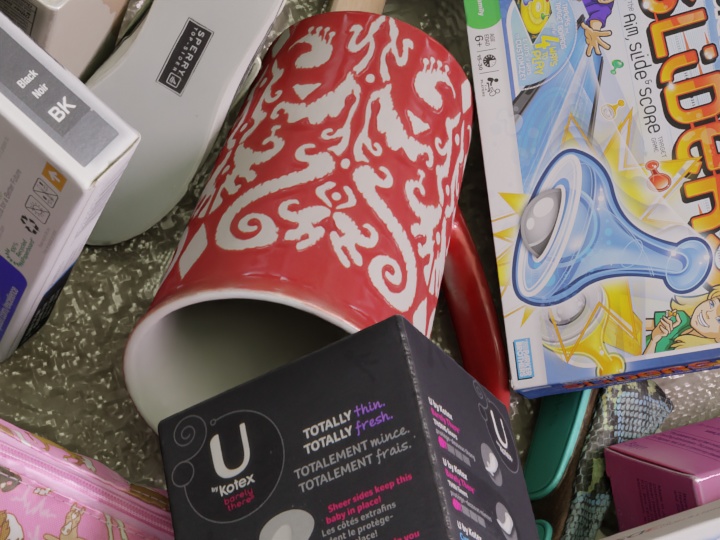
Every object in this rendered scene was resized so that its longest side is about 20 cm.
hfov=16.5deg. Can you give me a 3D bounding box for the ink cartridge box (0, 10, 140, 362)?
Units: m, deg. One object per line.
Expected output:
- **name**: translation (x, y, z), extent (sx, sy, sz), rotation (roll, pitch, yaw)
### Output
- **ink cartridge box**: translation (-0.202, -0.071, 1.099), extent (0.200, 0.198, 0.043), rotation (41, 60, 2)

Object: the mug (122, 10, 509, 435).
- **mug**: translation (-0.011, -0.001, 1.157), extent (0.133, 0.178, 0.200), rotation (-6, 44, 24)

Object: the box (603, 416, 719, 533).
- **box**: translation (0.235, 0.149, 1.154), extent (0.200, 0.097, 0.176), rotation (-13, 98, -19)

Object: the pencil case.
- **pencil case**: translation (-0.139, 0.106, 1.062), extent (0.200, 0.087, 0.083), rotation (28, 92, -20)

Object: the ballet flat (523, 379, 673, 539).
- **ballet flat**: translation (0.099, 0.129, 1.178), extent (0.074, 0.074, 0.200), rotation (27, 70, -4)

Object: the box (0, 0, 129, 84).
- **box**: translation (-0.161, -0.127, 1.127), extent (0.095, 0.200, 0.078), rotation (39, 67, 1)

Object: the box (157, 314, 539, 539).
- **box**: translation (0.007, 0.141, 0.989), extent (0.122, 0.106, 0.200), rotation (-24, 56, 18)

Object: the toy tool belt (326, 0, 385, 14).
- **toy tool belt**: translation (0.058, -0.190, 1.265), extent (0.200, 0.125, 0.123), rotation (-19, 108, -16)

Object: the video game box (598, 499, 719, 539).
- **video game box**: translation (0.156, 0.194, 1.062), extent (0.182, 0.200, 0.047), rotation (66, 27, -4)

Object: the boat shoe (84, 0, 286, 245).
- **boat shoe**: translation (-0.082, -0.095, 1.164), extent (0.071, 0.200, 0.064), rotation (37, 29, -1)

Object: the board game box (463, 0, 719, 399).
- **board game box**: translation (0.127, -0.049, 1.174), extent (0.135, 0.034, 0.200), rotation (-10, 77, 14)
